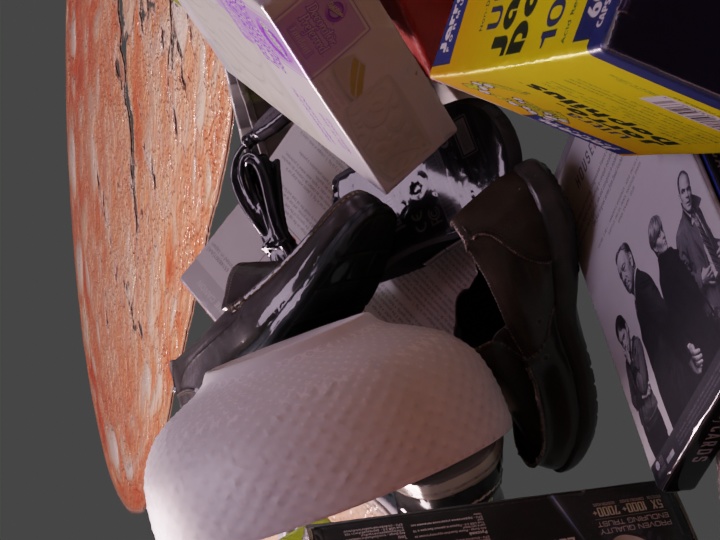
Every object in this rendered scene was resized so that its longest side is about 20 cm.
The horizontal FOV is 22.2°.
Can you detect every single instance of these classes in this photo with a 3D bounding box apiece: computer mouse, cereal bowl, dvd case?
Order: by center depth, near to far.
[{"bbox_3d":[0.149,-0.015,0.911,0.151,0.024,0.201,107,155,-51],"label":"dvd case"},{"bbox_3d":[-0.026,0.077,0.965,0.084,0.199,0.200,69,163,-1],"label":"cereal bowl"},{"bbox_3d":[0.011,-0.059,1.079,0.199,0.046,0.141,-35,71,33],"label":"computer mouse"}]

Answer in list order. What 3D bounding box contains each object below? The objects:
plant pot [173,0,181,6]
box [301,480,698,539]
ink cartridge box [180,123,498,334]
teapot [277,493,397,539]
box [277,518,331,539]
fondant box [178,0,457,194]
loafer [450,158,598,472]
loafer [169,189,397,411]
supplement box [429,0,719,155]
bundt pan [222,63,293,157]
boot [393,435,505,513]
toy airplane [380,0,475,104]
[{"bbox_3d":[-0.070,-0.253,1.366,0.193,0.199,0.202,50,143,44],"label":"plant pot"},{"bbox_3d":[0.063,0.197,0.944,0.165,0.198,0.087,105,154,-47],"label":"box"},{"bbox_3d":[0.000,0.000,1.129,0.177,0.045,0.200,-52,54,12],"label":"ink cartridge box"},{"bbox_3d":[0.009,0.273,1.248,0.198,0.145,0.201,104,157,-45],"label":"teapot"},{"bbox_3d":[0.005,0.241,1.112,0.200,0.047,0.123,42,143,31],"label":"box"},{"bbox_3d":[-0.046,-0.144,1.020,0.200,0.058,0.145,39,168,49],"label":"fondant box"},{"bbox_3d":[0.083,0.031,1.021,0.073,0.071,0.202,-119,16,-56],"label":"loafer"},{"bbox_3d":[-0.053,0.022,1.060,0.072,0.073,0.200,51,120,23],"label":"loafer"},{"bbox_3d":[0.123,-0.117,0.772,0.200,0.109,0.110,-172,102,-73],"label":"supplement box"},{"bbox_3d":[-0.046,-0.087,1.423,0.202,0.075,0.204,164,90,-85],"label":"bundt pan"},{"bbox_3d":[0.067,0.167,1.072,0.200,0.073,0.152,156,92,-81],"label":"boot"},{"bbox_3d":[0.053,-0.175,1.061,0.200,0.141,0.199,49,172,0],"label":"toy airplane"}]
